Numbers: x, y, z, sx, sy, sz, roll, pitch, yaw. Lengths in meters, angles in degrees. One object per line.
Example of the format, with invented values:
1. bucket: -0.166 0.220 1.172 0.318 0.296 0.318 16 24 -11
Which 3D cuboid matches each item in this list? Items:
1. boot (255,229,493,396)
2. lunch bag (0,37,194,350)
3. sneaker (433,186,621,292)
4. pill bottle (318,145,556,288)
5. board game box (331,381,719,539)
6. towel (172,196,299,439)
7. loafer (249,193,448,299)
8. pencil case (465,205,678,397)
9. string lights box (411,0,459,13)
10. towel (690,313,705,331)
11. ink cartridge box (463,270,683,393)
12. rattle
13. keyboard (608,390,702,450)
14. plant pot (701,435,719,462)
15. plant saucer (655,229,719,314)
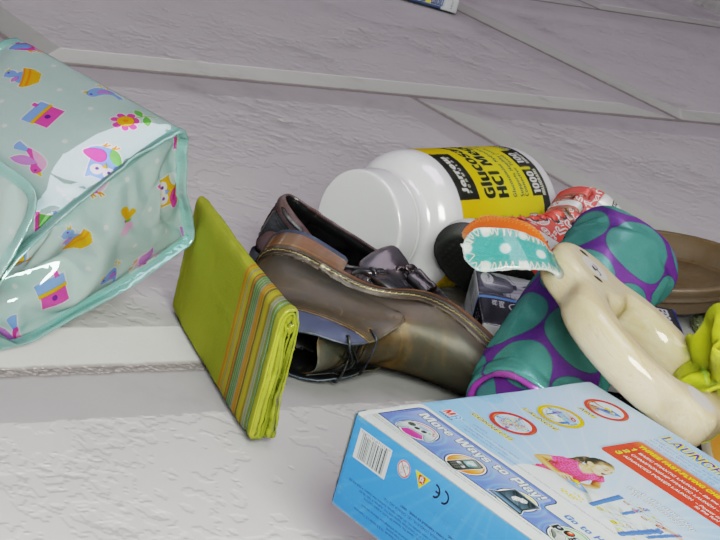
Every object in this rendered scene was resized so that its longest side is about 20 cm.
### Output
1. boot: 0.004 0.056 1.171 0.199 0.075 0.097 26 43 8
2. lunch bag: -0.233 -0.042 1.121 0.170 0.123 0.200 30 49 28
3. sneaker: 0.141 -0.023 1.357 0.201 0.067 0.109 24 55 -28
4. pill bottle: 0.061 -0.042 1.392 0.112 0.113 0.199 29 22 34
5. board game box: 0.122 0.133 0.908 0.195 0.056 0.200 -2 26 -44
6. towel: -0.081 0.026 1.111 0.018 0.087 0.200 8 19 -24
7. loafer: 0.000 0.000 1.274 0.199 0.063 0.072 23 11 34
8. pencil case: 0.142 0.045 1.154 0.085 0.093 0.200 2 37 33
9. string lights box: 0.066 -0.475 2.682 0.199 0.103 0.059 15 19 -3
10. towel: 0.364 0.074 1.433 0.147 0.037 0.200 11 19 -12
11. ink cartridge box: 0.177 0.052 1.269 0.199 0.039 0.100 12 22 -6
12. rattle: 0.172 -0.002 1.045 0.200 0.143 0.130 50 37 15
13. keyboard: 0.173 0.089 1.255 0.199 0.021 0.127 23 25 16
14. plant pot: 0.329 0.094 1.133 0.182 0.202 0.200 -10 27 -22
15. plant saucer: 0.245 0.000 1.506 0.198 0.030 0.200 2 16 -1
